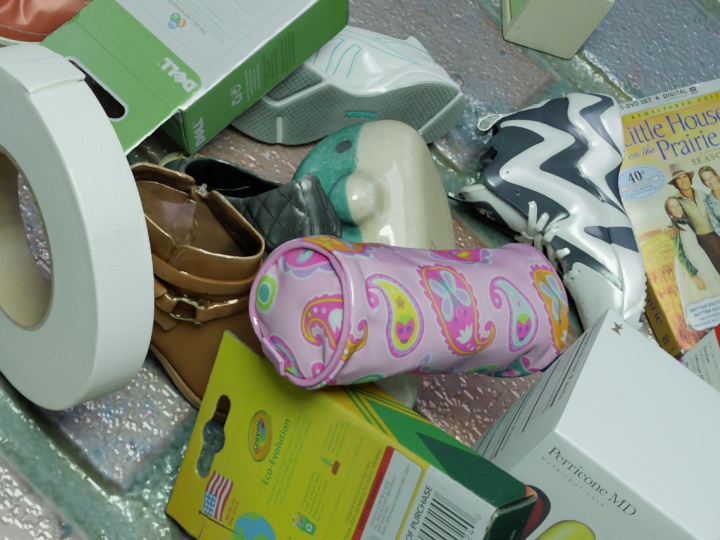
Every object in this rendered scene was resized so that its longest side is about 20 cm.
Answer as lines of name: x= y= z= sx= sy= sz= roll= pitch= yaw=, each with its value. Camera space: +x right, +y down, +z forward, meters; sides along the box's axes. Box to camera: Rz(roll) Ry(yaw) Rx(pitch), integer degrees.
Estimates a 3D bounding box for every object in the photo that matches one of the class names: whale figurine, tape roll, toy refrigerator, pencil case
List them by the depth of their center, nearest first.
tape roll: x=-0.180 y=-0.024 z=0.883 sx=0.037 sy=0.203 sz=0.204 roll=-18 pitch=69 yaw=-34
pencil case: x=0.033 y=0.025 z=0.898 sx=0.199 sy=0.087 sz=0.088 roll=2 pitch=57 yaw=-47
whale figurine: x=0.000 y=0.000 z=1.015 sx=0.103 sy=0.160 sz=0.202 roll=-7 pitch=53 yaw=16
toy refrigerator: x=0.154 y=-0.280 z=1.303 sx=0.069 sy=0.076 sz=0.202 roll=14 pitch=55 yaw=-18

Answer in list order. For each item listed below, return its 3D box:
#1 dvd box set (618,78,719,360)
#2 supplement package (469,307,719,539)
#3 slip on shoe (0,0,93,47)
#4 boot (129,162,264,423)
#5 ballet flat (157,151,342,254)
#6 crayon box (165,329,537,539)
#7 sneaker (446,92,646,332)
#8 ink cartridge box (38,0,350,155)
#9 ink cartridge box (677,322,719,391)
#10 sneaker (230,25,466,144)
dvd box set: x=0.259 y=-0.042 z=1.202 sx=0.145 sy=0.029 sz=0.202 roll=-14 pitch=71 yaw=-18
supplement package: x=0.118 y=0.138 z=0.926 sx=0.113 sy=0.200 sz=0.110 roll=36 pitch=44 yaw=-2
slip on shoe: x=-0.189 y=-0.192 z=1.078 sx=0.198 sy=0.061 sz=0.075 roll=-4 pitch=64 yaw=-28
boot: x=-0.077 y=0.019 z=0.936 sx=0.198 sy=0.155 sz=0.074 roll=21 pitch=57 yaw=-12
ballet flat: x=-0.070 y=-0.051 z=0.986 sx=0.066 sy=0.199 sz=0.057 roll=-15 pitch=112 yaw=-30
crayon box: x=-0.011 y=0.130 z=0.886 sx=0.199 sy=0.128 sz=0.051 roll=32 pitch=21 yaw=29
sneaker: x=0.127 y=-0.028 z=1.132 sx=0.128 sy=0.080 sz=0.202 roll=-3 pitch=82 yaw=-7
ink cartridge box: x=-0.112 y=-0.148 z=1.029 sx=0.104 sy=0.059 sz=0.200 roll=42 pitch=71 yaw=17
ink cartridge box: x=0.264 y=0.087 z=1.040 sx=0.115 sy=0.200 sz=0.068 roll=4 pitch=58 yaw=-24
sneaker: x=-0.026 y=-0.136 z=1.131 sx=0.198 sy=0.071 sz=0.081 roll=3 pitch=42 yaw=-28
